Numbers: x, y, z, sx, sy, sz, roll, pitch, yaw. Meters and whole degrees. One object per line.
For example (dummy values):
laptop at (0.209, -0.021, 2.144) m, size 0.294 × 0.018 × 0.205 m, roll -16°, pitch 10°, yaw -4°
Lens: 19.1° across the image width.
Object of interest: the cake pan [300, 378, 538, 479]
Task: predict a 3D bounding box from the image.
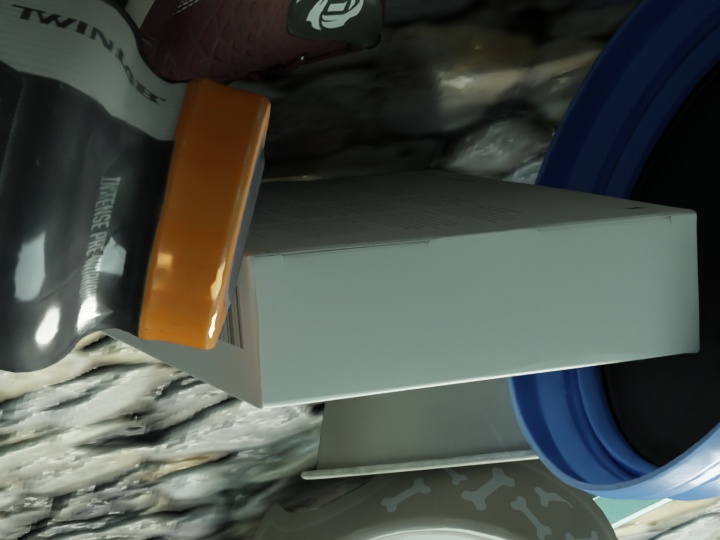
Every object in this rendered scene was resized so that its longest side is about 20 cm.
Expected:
cake pan at (0.071, 0.064, 0.933) m, size 0.199 × 0.037 × 0.200 m, roll -6°, pitch 176°, yaw 0°

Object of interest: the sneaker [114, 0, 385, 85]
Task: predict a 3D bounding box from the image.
sneaker at (-0.054, -0.061, 0.682) m, size 0.115 × 0.076 × 0.200 m, roll -2°, pitch 147°, yaw -34°

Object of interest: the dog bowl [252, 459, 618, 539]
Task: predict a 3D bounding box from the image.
dog bowl at (0.037, 0.180, 1.076) m, size 0.199 × 0.059 × 0.201 m, roll 1°, pitch 120°, yaw 1°

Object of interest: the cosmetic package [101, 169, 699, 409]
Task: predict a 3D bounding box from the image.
cosmetic package at (0.000, 0.000, 0.728) m, size 0.150 × 0.052 × 0.200 m, roll -8°, pitch -171°, yaw -21°

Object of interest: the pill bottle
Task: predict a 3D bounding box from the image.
pill bottle at (-0.126, -0.034, 0.575) m, size 0.199 × 0.107 × 0.106 m, roll 12°, pitch 147°, yaw -2°

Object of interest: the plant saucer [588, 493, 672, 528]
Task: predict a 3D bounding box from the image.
plant saucer at (0.183, 0.099, 1.160) m, size 0.199 × 0.019 × 0.070 m, roll -30°, pitch 150°, yaw 18°

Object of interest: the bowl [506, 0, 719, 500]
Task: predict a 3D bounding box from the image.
bowl at (0.120, -0.016, 0.725) m, size 0.039 × 0.201 × 0.201 m, roll 21°, pitch 136°, yaw -23°
